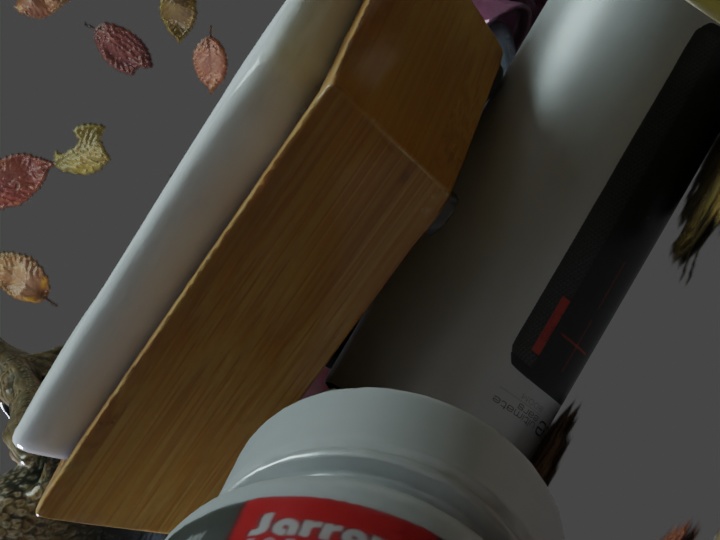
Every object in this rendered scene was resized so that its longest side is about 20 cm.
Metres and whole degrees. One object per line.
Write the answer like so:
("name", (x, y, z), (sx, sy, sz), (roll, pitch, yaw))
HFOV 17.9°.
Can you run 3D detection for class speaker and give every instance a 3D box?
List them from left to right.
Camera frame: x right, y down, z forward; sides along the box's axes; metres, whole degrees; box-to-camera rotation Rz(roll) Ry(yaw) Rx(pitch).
("speaker", (0.068, -0.023, 0.828), (0.200, 0.081, 0.081), (-59, 4, -7))

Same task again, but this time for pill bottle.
("pill bottle", (-0.015, 0.122, 0.549), (0.114, 0.114, 0.200), (-56, 6, 36))

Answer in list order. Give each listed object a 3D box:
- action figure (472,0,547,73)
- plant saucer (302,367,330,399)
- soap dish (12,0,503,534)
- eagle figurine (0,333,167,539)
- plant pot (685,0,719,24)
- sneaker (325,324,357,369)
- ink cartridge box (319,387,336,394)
("action figure", (0.079, -0.128, 0.946), (0.200, 0.149, 0.134), (-30, -5, 15))
("plant saucer", (-0.010, 0.070, 1.070), (0.201, 0.051, 0.201), (-47, -3, -4))
("soap dish", (-0.032, -0.013, 0.807), (0.200, 0.081, 0.157), (-53, 7, 28))
("eagle figurine", (-0.137, 0.127, 0.995), (0.152, 0.150, 0.201), (-44, -45, -55))
("plant pot", (0.124, -0.183, 0.644), (0.196, 0.194, 0.200), (-58, -4, 16))
("sneaker", (0.000, 0.000, 0.941), (0.091, 0.078, 0.200), (-49, 30, -22))
("ink cartridge box", (-0.028, 0.130, 0.840), (0.146, 0.084, 0.200), (-60, 5, -13))
